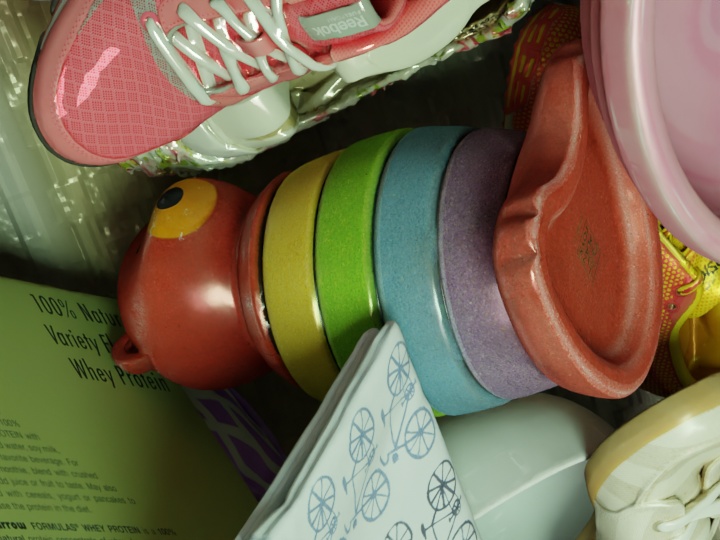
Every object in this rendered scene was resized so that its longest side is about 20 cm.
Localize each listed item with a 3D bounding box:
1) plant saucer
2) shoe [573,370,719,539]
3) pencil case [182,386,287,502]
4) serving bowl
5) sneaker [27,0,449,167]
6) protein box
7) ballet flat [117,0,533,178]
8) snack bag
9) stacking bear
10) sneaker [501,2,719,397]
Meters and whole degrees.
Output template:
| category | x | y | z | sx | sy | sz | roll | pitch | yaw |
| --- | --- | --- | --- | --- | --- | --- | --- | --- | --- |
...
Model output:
| category | x | y | z | sx | sy | sz | roll | pitch | yaw |
| --- | --- | --- | --- | --- | --- | --- | --- | --- | --- |
| plant saucer | 0.145 | -0.101 | 0.796 | 0.200 | 0.051 | 0.201 | -15 | 112 | -40 |
| shoe | 0.126 | 0.098 | 0.915 | 0.070 | 0.053 | 0.200 | -30 | 160 | -17 |
| pencil case | -0.116 | 0.127 | 0.959 | 0.200 | 0.084 | 0.085 | -42 | 104 | 18 |
| serving bowl | 0.019 | 0.114 | 0.943 | 0.200 | 0.066 | 0.200 | -32 | 159 | -14 |
| sneaker | -0.027 | -0.095 | 0.743 | 0.200 | 0.087 | 0.074 | -35 | 124 | 7 |
| protein box | -0.135 | 0.117 | 0.806 | 0.135 | 0.200 | 0.198 | -44 | 154 | 18 |
| ballet flat | -0.019 | -0.085 | 0.840 | 0.200 | 0.064 | 0.076 | -29 | 122 | 16 |
| snack bag | -0.012 | 0.149 | 0.767 | 0.021 | 0.200 | 0.189 | 11 | 140 | 31 |
| stacking bear | 0.000 | 0.000 | 0.831 | 0.199 | 0.122 | 0.114 | -6 | 133 | 27 |
| sneaker | 0.113 | -0.027 | 0.888 | 0.073 | 0.077 | 0.200 | -54 | 135 | -26 |
